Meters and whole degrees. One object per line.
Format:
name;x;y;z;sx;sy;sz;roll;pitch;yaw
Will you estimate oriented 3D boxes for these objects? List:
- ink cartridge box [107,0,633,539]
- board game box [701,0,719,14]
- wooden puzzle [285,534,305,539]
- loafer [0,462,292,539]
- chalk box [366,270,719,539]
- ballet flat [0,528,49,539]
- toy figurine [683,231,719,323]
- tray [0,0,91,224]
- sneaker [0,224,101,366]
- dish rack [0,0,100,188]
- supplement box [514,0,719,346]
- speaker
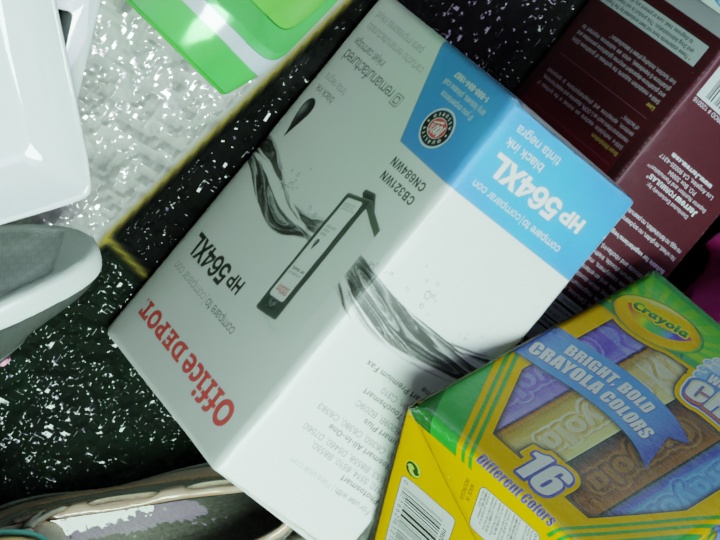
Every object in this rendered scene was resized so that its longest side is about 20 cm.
ink cartridge box;0.000;0.000;1.288;0.084;0.146;0.200;38;94;-33
board game box;0.124;-0.216;1.243;0.047;0.151;0.200;-26;120;-11
wooden puzzle;-0.086;0.232;1.414;0.185;0.046;0.201;-13;117;-19
loafer;-0.121;0.129;1.330;0.199;0.063;0.072;-19;89;-17
chalk box;0.117;0.097;1.270;0.200;0.124;0.125;-26;146;-36
ballet flat;-0.215;0.166;1.270;0.199;0.063;0.069;-17;138;17
toy figurine;0.220;0.067;1.418;0.199;0.150;0.185;1;104;12
tray;-0.176;-0.106;1.184;0.107;0.022;0.201;-18;119;-16
sneaker;-0.191;0.056;1.277;0.200;0.071;0.099;-27;123;-4
dish rack;-0.204;-0.125;1.201;0.199;0.044;0.172;6;111;-26
supplement box;0.100;-0.035;1.339;0.061;0.109;0.200;37;96;-34
speaker;-0.013;-0.169;1.242;0.200;0.088;0.088;-46;123;1
